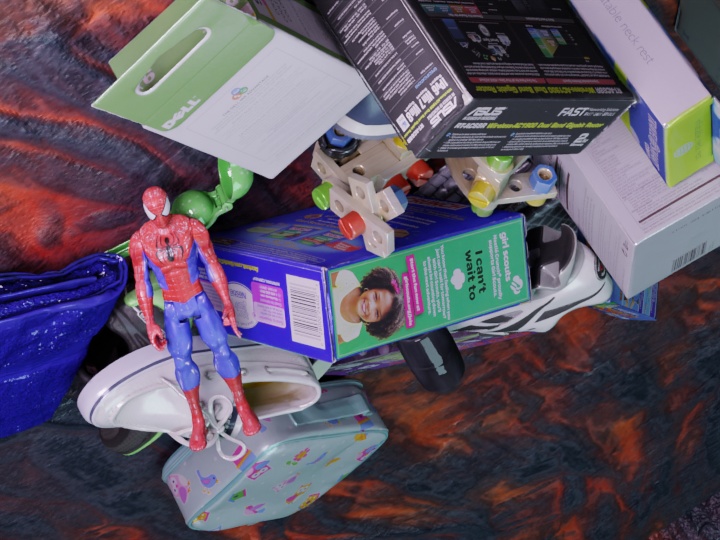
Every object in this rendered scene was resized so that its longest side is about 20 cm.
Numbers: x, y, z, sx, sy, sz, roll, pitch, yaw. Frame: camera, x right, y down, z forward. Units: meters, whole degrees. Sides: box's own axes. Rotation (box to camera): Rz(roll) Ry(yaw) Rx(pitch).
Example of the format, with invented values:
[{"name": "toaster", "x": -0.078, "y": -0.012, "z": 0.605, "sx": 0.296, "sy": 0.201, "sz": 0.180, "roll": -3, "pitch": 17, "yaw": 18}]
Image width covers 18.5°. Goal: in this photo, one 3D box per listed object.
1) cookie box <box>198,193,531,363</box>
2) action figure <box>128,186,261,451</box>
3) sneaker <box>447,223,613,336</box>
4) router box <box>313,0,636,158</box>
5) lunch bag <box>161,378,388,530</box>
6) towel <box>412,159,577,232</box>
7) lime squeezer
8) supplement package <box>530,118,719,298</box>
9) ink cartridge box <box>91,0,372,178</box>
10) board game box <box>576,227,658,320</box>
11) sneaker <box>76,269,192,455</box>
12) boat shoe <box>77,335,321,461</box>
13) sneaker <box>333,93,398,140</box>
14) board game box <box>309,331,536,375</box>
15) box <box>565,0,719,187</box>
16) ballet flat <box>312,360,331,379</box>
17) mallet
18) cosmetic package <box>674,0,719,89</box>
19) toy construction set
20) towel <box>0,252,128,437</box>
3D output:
[{"name": "cookie box", "x": 0.000, "y": 0.000, "z": 1.674, "sx": 0.200, "sy": 0.075, "sz": 0.171, "roll": -16, "pitch": -162, "yaw": -37}, {"name": "action figure", "x": -0.120, "y": 0.032, "z": 1.572, "sx": 0.065, "sy": 0.200, "sz": 0.052, "roll": -14, "pitch": -158, "yaw": 3}, {"name": "sneaker", "x": 0.110, "y": 0.024, "z": 1.768, "sx": 0.200, "sy": 0.074, "sz": 0.089, "roll": -11, "pitch": 146, "yaw": 37}, {"name": "router box", "x": 0.074, "y": -0.151, "z": 1.464, "sx": 0.200, "sy": 0.150, "sz": 0.062, "roll": -5, "pitch": 147, "yaw": -51}, {"name": "lunch bag", "x": -0.075, "y": 0.166, "z": 2.070, "sx": 0.160, "sy": 0.077, "sz": 0.200, "roll": -46, "pitch": 156, "yaw": 29}, {"name": "towel", "x": 0.121, "y": -0.043, "z": 1.876, "sx": 0.200, "sy": 0.086, "sz": 0.166, "roll": -41, "pitch": 159, "yaw": 21}, {"name": "lime squeezer", "x": -0.119, "y": -0.053, "z": 1.566, "sx": 0.071, "sy": 0.038, "sz": 0.200, "roll": -7, "pitch": 148, "yaw": -50}, {"name": "supplement package", "x": 0.197, "y": -0.102, "z": 1.685, "sx": 0.114, "sy": 0.200, "sz": 0.110, "roll": -29, "pitch": 159, "yaw": -8}, {"name": "ink cartridge box", "x": -0.086, "y": -0.131, "z": 1.392, "sx": 0.104, "sy": 0.059, "sz": 0.200, "roll": -40, "pitch": 152, "yaw": 19}, {"name": "board game box", "x": 0.219, "y": -0.065, "z": 1.838, "sx": 0.034, "sy": 0.200, "sz": 0.135, "roll": 2, "pitch": 173, "yaw": 24}, {"name": "sneaker", "x": -0.187, "y": 0.072, "z": 1.714, "sx": 0.084, "sy": 0.077, "sz": 0.200, "roll": -16, "pitch": 144, "yaw": -26}, {"name": "boat shoe", "x": -0.112, "y": 0.102, "z": 1.670, "sx": 0.202, "sy": 0.086, "sz": 0.075, "roll": -7, "pitch": 140, "yaw": -41}, {"name": "sneaker", "x": 0.065, "y": -0.150, "z": 1.572, "sx": 0.200, "sy": 0.070, "sz": 0.082, "roll": -22, "pitch": 153, "yaw": -38}, {"name": "board game box", "x": 0.050, "y": 0.062, "z": 1.968, "sx": 0.200, "sy": 0.032, "sz": 0.120, "roll": -14, "pitch": 176, "yaw": 26}, {"name": "box", "x": 0.194, "y": -0.148, "z": 1.574, "sx": 0.048, "sy": 0.200, "sz": 0.122, "roll": -32, "pitch": 159, "yaw": -2}, {"name": "ballet flat", "x": -0.081, "y": 0.078, "z": 1.863, "sx": 0.200, "sy": 0.075, "sz": 0.068, "roll": -30, "pitch": 161, "yaw": -7}, {"name": "mallet", "x": 0.007, "y": 0.047, "z": 1.774, "sx": 0.041, "sy": 0.200, "sz": 0.066, "roll": -47, "pitch": 124, "yaw": -20}, {"name": "cosmetic package", "x": 0.361, "y": -0.240, "z": 1.800, "sx": 0.200, "sy": 0.073, "sz": 0.104, "roll": -30, "pitch": 160, "yaw": -10}, {"name": "toy construction set", "x": 0.041, "y": -0.071, "z": 1.615, "sx": 0.200, "sy": 0.131, "sz": 0.092, "roll": -26, "pitch": 157, "yaw": -40}, {"name": "towel", "x": -0.257, "y": 0.068, "z": 1.601, "sx": 0.148, "sy": 0.050, "sz": 0.200, "roll": -11, "pitch": 152, "yaw": -33}]
